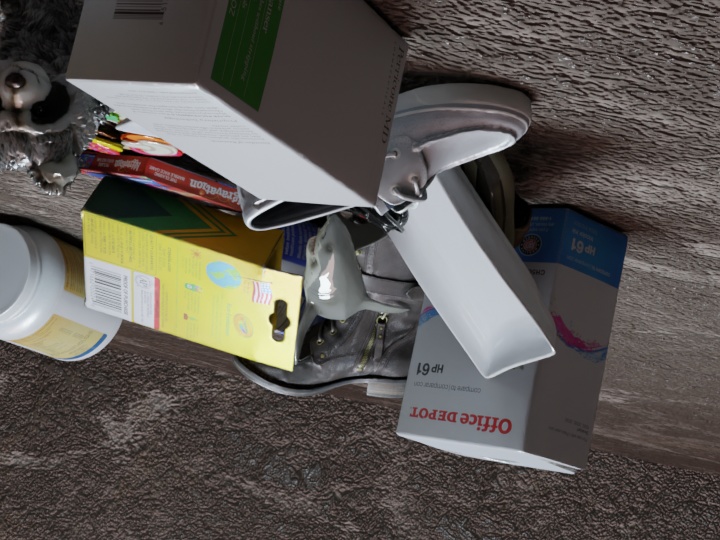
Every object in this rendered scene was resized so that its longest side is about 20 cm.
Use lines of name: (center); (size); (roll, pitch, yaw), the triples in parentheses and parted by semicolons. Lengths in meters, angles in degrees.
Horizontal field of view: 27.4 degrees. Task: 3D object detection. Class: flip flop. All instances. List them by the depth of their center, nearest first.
flip flop: (0.098, -0.047, 1.092); (0.081, 0.058, 0.200); (53, 167, 20)

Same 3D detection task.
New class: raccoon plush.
raccoon plush: (-0.166, -0.097, 0.915); (0.097, 0.134, 0.200); (7, 168, 26)

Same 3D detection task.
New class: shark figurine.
shark figurine: (0.000, 0.010, 1.207); (0.089, 0.128, 0.214); (10, -171, 4)

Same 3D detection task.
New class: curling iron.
curling iron: (-0.041, -0.073, 1.119); (0.200, 0.026, 0.050); (25, 157, 37)

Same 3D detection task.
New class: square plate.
square plate: (0.068, -0.018, 1.077); (0.200, 0.028, 0.198); (57, 167, 3)

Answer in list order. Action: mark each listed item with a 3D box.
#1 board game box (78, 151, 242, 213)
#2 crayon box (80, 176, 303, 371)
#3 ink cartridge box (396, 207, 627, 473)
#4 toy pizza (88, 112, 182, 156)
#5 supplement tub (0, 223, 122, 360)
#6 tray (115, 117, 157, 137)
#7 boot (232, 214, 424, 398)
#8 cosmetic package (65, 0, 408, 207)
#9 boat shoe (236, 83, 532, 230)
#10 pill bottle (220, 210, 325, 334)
board game box: (-0.177, -0.078, 1.286); (0.103, 0.019, 0.200); (17, 177, -30)
crayon box: (-0.140, 0.005, 1.281); (0.200, 0.051, 0.127); (18, 136, 8)
ink cartridge box: (0.124, 0.056, 1.213); (0.085, 0.200, 0.144); (19, 167, -41)
toy pizza: (-0.204, -0.120, 1.120); (0.200, 0.032, 0.200); (13, 169, 3)
supplement tub: (-0.404, 0.026, 1.846); (0.144, 0.145, 0.200); (7, 168, 26)
tray: (-0.077, -0.112, 0.999); (0.107, 0.022, 0.200); (9, 171, -33)
boot: (-0.011, 0.026, 1.350); (0.199, 0.174, 0.069); (3, -153, -11)
cosmetic package: (-0.058, -0.113, 0.788); (0.085, 0.108, 0.200); (6, 170, 28)
boat shoe: (0.013, -0.068, 0.940); (0.200, 0.069, 0.072); (-8, 159, 12)
pill bottle: (-0.077, 0.003, 1.420); (0.200, 0.112, 0.112); (17, 169, -22)
